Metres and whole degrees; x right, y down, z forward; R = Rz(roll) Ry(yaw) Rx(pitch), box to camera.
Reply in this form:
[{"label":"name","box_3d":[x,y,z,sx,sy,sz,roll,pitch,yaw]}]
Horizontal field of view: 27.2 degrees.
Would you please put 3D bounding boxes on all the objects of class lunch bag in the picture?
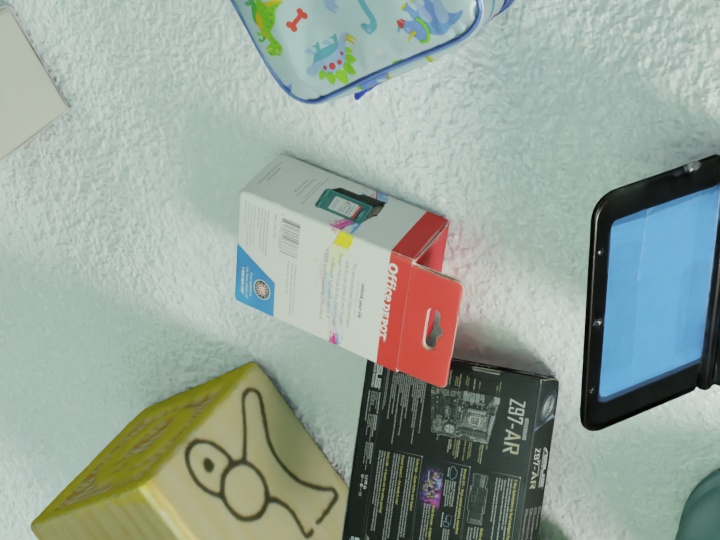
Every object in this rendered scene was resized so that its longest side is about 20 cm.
[{"label":"lunch bag","box_3d":[0.001,-0.210,1.037,0.199,0.082,0.161,-18,108,41]}]

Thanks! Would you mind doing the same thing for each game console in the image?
[{"label":"game console","box_3d":[0.254,0.028,1.014,0.175,0.116,0.201,16,129,24]}]

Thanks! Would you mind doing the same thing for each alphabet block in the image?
[{"label":"alphabet block","box_3d":[-0.143,0.235,1.375,0.196,0.195,0.201,-26,104,40]}]

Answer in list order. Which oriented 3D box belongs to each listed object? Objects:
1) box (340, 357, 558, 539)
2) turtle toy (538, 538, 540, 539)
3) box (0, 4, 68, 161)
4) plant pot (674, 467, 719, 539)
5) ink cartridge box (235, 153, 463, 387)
[{"label":"box","box_3d":[0.070,0.173,1.218,0.159,0.043,0.202,8,91,29]},{"label":"turtle toy","box_3d":[0.165,0.306,1.248,0.101,0.201,0.146,-25,142,14]},{"label":"box","box_3d":[-0.380,-0.135,1.313,0.199,0.128,0.109,-14,113,40]},{"label":"plant pot","box_3d":[0.318,0.262,1.125,0.199,0.134,0.202,17,129,22]},{"label":"ink cartridge box","box_3d":[0.000,0.000,1.197,0.199,0.067,0.117,23,132,19]}]
